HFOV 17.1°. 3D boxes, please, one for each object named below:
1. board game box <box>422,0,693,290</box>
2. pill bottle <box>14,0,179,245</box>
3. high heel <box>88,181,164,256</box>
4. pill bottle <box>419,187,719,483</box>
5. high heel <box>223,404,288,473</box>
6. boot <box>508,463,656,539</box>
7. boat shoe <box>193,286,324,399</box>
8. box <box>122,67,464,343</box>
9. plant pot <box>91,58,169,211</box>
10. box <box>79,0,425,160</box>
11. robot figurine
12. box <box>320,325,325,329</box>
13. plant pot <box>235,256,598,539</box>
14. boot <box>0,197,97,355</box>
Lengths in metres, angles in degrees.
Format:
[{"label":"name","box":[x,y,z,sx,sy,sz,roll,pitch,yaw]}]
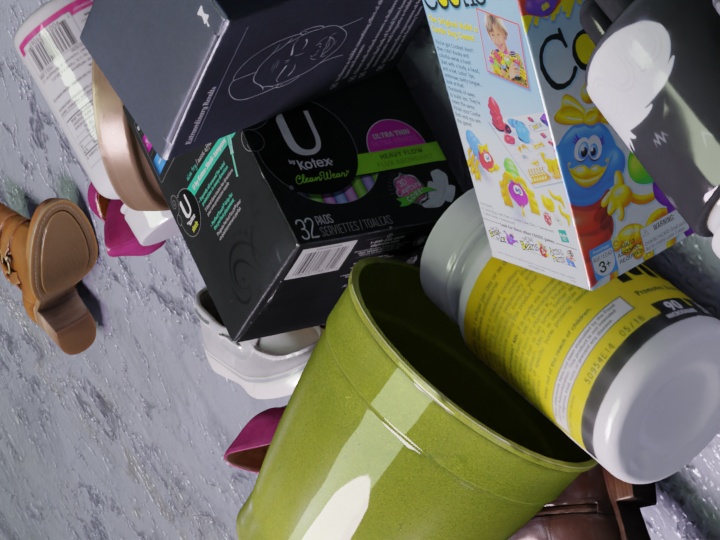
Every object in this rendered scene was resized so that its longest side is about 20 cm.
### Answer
[{"label":"board game box","box":[0.119,-0.108,1.387,0.105,0.103,0.201,22,134,55]},{"label":"pill bottle","box":[-0.186,-0.129,1.943,0.201,0.113,0.113,60,155,6]},{"label":"high heel","box":[-0.218,-0.050,2.087,0.200,0.096,0.068,1,116,62]},{"label":"pill bottle","box":[0.133,0.033,1.490,0.200,0.114,0.115,40,147,39]},{"label":"high heel","box":[-0.016,0.147,1.761,0.200,0.096,0.068,20,137,57]},{"label":"boot","box":[0.104,0.207,1.606,0.199,0.064,0.187,-14,61,30]},{"label":"boat shoe","box":[-0.072,0.045,1.803,0.069,0.072,0.200,66,166,-17]},{"label":"box","box":[-0.045,-0.077,1.625,0.201,0.148,0.124,63,143,23]},{"label":"plant pot","box":[-0.122,-0.143,1.780,0.092,0.201,0.202,3,127,15]},{"label":"box","box":[-0.055,-0.179,1.512,0.107,0.199,0.149,54,144,16]},{"label":"robot figurine","box":[0.198,-0.089,1.236,0.125,0.150,0.200,-45,69,26]},{"label":"box","box":[-0.025,0.037,1.799,0.200,0.021,0.164,33,145,46]},{"label":"plant pot","box":[0.021,0.129,1.558,0.200,0.200,0.193,48,111,28]},{"label":"boot","box":[-0.320,-0.029,2.370,0.155,0.076,0.201,48,159,36]}]
